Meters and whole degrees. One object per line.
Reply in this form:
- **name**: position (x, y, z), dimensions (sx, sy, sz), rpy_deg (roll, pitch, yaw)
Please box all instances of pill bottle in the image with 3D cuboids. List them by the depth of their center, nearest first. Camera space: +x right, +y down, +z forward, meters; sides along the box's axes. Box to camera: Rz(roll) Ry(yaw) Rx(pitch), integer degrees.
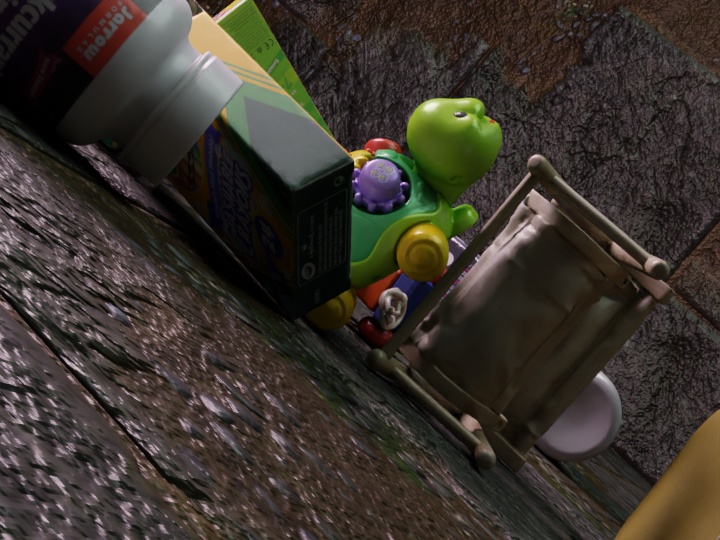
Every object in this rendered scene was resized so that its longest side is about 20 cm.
- **pill bottle**: position (-0.169, -0.145, 0.876), dimensions (0.200, 0.112, 0.111), rpy_deg (41, 3, -9)
- **pill bottle**: position (0.230, 0.146, 1.720), dimensions (0.109, 0.109, 0.200), rpy_deg (41, 4, -6)

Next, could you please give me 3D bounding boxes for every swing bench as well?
- **swing bench**: position (0.129, 0.041, 1.160), dimensions (0.130, 0.199, 0.200), rpy_deg (42, 3, 14)

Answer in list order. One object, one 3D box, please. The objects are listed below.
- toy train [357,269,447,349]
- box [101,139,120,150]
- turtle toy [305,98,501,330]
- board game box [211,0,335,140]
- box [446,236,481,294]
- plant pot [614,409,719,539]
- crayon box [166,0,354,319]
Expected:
- **toy train**: position (0.000, 0.000, 1.241), dimensions (0.115, 0.085, 0.200), rpy_deg (36, 3, 11)
- **box**: position (-0.196, -0.144, 1.109), dimensions (0.117, 0.048, 0.200), rpy_deg (43, 2, -5)
- **turtle toy**: position (0.017, -0.049, 1.085), dimensions (0.102, 0.199, 0.146), rpy_deg (60, 9, -14)
- **board game box**: position (-0.072, -0.098, 1.149), dimensions (0.030, 0.095, 0.201), rpy_deg (5, -48, 59)
- **box**: position (0.111, 0.021, 1.910), dimensions (0.200, 0.115, 0.132), rpy_deg (44, 5, 31)
- **plant pot**: position (0.302, 0.213, 1.124), dimensions (0.194, 0.196, 0.200), rpy_deg (40, -3, -14)
- **crayon box**: position (-0.083, -0.079, 0.995), dimensions (0.200, 0.051, 0.126), rpy_deg (47, -27, 31)
